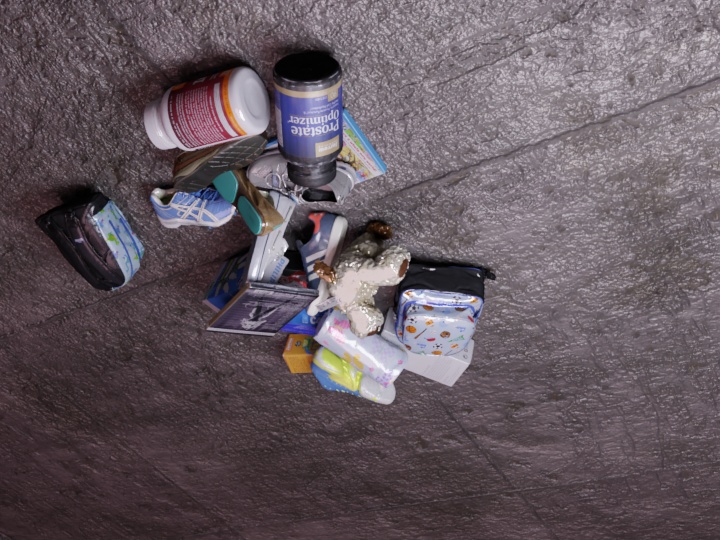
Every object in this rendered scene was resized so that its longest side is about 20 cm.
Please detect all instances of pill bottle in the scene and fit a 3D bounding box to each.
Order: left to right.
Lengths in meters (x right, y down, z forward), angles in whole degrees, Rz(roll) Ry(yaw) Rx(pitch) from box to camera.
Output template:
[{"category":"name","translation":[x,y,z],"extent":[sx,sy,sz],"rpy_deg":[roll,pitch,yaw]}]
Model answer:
[{"category":"pill bottle","translation":[-0.261,-0.266,1.468],"extent":[0.198,0.114,0.113],"rpy_deg":[-9,133,24]},{"category":"pill bottle","translation":[-0.083,-0.242,1.425],"extent":[0.111,0.112,0.201],"rpy_deg":[7,130,9]}]

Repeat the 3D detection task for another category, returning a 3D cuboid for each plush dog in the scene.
[{"category":"plush dog","translation":[0.000,0.000,1.630],"extent":[0.159,0.172,0.201],"rpy_deg":[24,115,2]}]

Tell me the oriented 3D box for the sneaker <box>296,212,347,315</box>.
[{"category":"sneaker","translation":[-0.089,-0.016,1.676],"extent":[0.084,0.075,0.202],"rpy_deg":[17,99,9]}]

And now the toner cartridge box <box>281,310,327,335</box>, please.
[{"category":"toner cartridge box","translation":[-0.149,0.098,1.805],"extent":[0.199,0.044,0.095],"rpy_deg":[12,163,-37]}]

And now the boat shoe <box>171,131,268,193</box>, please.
[{"category":"boat shoe","translation":[-0.258,-0.213,1.547],"extent":[0.199,0.075,0.076],"rpy_deg":[-25,155,19]}]

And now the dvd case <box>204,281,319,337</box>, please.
[{"category":"dvd case","translation":[-0.189,0.077,1.654],"extent":[0.147,0.016,0.200],"rpy_deg":[8,149,-33]}]

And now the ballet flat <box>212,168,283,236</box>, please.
[{"category":"ballet flat","translation":[-0.204,-0.141,1.591],"extent":[0.200,0.072,0.068],"rpy_deg":[48,132,29]}]

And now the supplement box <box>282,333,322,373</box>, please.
[{"category":"supplement box","translation":[-0.069,0.180,1.931],"extent":[0.198,0.067,0.069],"rpy_deg":[-6,134,21]}]

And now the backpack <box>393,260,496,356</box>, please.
[{"category":"backpack","translation":[0.150,0.083,1.708],"extent":[0.198,0.155,0.191],"rpy_deg":[9,149,2]}]

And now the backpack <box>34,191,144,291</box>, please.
[{"category":"backpack","translation":[-0.532,-0.055,1.771],"extent":[0.162,0.154,0.202],"rpy_deg":[-15,109,26]}]

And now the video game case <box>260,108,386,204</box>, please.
[{"category":"video game case","translation":[-0.072,-0.199,1.557],"extent":[0.198,0.018,0.143],"rpy_deg":[-16,129,31]}]

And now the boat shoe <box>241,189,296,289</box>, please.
[{"category":"boat shoe","translation":[-0.165,-0.050,1.620],"extent":[0.066,0.202,0.073],"rpy_deg":[17,170,-15]}]

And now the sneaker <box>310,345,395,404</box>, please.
[{"category":"sneaker","translation":[-0.022,0.231,1.880],"extent":[0.199,0.076,0.105],"rpy_deg":[35,146,-9]}]

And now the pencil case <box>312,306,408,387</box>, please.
[{"category":"pencil case","translation":[0.000,0.151,1.767],"extent":[0.199,0.091,0.083],"rpy_deg":[36,139,-6]}]

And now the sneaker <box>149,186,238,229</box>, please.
[{"category":"sneaker","translation":[-0.314,-0.128,1.661],"extent":[0.198,0.076,0.077],"rpy_deg":[-7,139,21]}]

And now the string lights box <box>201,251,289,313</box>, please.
[{"category":"string lights box","translation":[-0.231,0.022,1.737],"extent":[0.059,0.103,0.199],"rpy_deg":[37,152,-23]}]

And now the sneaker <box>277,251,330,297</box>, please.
[{"category":"sneaker","translation":[-0.078,0.032,1.775],"extent":[0.199,0.068,0.108],"rpy_deg":[15,141,3]}]

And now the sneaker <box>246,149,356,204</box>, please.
[{"category":"sneaker","translation":[-0.110,-0.159,1.534],"extent":[0.198,0.082,0.075],"rpy_deg":[5,138,13]}]

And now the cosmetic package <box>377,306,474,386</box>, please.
[{"category":"cosmetic package","translation":[0.129,0.163,1.851],"extent":[0.198,0.074,0.102],"rpy_deg":[23,137,-6]}]
